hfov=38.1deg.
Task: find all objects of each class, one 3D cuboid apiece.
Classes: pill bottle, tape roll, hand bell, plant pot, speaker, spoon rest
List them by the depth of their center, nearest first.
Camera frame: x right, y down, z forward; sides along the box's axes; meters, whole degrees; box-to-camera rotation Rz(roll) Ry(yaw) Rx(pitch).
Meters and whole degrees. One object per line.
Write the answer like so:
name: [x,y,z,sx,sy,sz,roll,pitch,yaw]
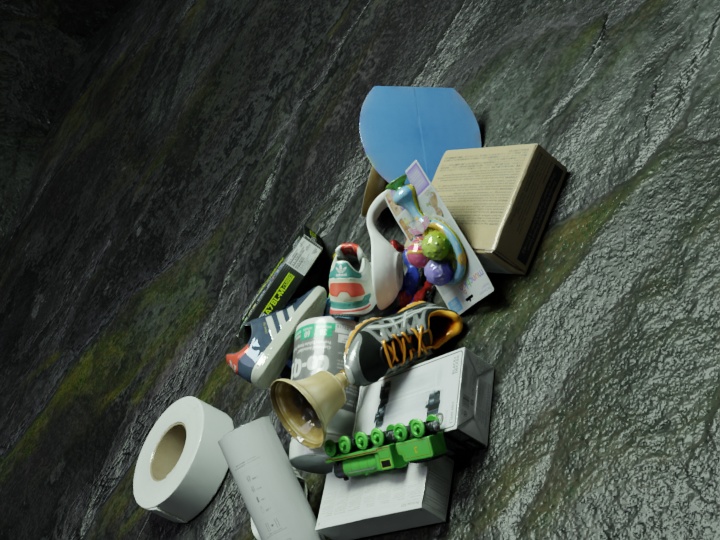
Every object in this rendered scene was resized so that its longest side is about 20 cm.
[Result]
hand bell: [-0.015,0.141,1.401,0.199,0.105,0.104,-33,17,-34]
speaker: [-0.119,0.302,1.408,0.081,0.081,0.202,-35,76,32]
pill bottle: [-0.046,0.178,1.478,0.113,0.112,0.202,-24,52,42]
spoon rest: [0.034,-0.036,1.506,0.060,0.100,0.202,0,53,15]
plant pot: [0.046,-0.178,1.670,0.200,0.027,0.202,19,-90,-86]
tape roll: [-0.300,0.320,1.764,0.202,0.070,0.204,-35,37,32]

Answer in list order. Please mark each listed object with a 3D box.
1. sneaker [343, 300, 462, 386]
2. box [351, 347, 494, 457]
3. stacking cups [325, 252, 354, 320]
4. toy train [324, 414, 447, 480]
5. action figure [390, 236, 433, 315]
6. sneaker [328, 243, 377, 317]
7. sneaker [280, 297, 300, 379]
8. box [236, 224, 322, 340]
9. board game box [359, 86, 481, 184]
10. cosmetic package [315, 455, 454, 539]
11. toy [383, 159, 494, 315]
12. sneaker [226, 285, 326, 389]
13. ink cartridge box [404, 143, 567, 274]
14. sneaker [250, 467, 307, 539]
sneaker: [0.056,0.093,1.381,0.077,0.079,0.199,1,25,47]
box: [0.077,0.187,1.355,0.199,0.060,0.118,-26,43,41]
stacking cups: [-0.028,0.068,1.620,0.060,0.060,0.202,-23,48,43]
toy train: [0.028,0.224,1.303,0.199,0.041,0.057,-22,79,43]
action figure: [0.071,0.031,1.516,0.065,0.051,0.202,-36,36,38]
sneaker: [0.000,0.000,1.531,0.069,0.095,0.200,0,16,15]
sneaker: [-0.098,0.120,1.660,0.201,0.069,0.079,-81,0,-60]
box: [-0.135,0.023,1.755,0.201,0.047,0.193,-56,9,5]
board game box: [0.086,-0.197,1.578,0.039,0.197,0.160,140,124,-65]
cosmetic package: [0.029,0.291,1.338,0.199,0.050,0.083,-24,41,43]
toy: [0.089,-0.035,1.402,0.202,0.047,0.115,63,151,9]
sneaker: [-0.127,0.085,1.558,0.084,0.076,0.200,22,47,22]
ink cartridge box: [0.171,-0.085,1.451,0.199,0.075,0.166,5,68,56]
sneaker: [-0.116,0.311,1.521,0.080,0.076,0.201,-35,43,18]
